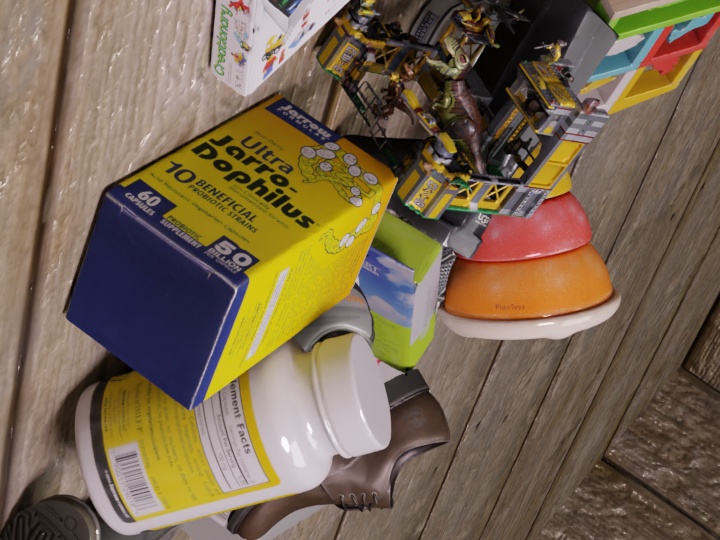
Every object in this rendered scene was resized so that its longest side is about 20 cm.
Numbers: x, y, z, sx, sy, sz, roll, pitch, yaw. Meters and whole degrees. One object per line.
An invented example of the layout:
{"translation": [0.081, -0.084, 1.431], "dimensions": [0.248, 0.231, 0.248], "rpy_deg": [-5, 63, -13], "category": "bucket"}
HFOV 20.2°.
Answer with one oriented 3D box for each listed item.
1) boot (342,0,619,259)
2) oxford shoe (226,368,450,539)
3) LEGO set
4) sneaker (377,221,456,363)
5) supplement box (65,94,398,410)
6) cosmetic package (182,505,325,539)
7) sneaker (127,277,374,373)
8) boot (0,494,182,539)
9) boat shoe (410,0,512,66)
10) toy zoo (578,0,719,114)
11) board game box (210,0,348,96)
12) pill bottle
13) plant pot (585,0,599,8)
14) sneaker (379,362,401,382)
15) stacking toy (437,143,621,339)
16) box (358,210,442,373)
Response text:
{"translation": [0.078, -0.129, 1.497], "dimensions": [0.066, 0.165, 0.200], "rpy_deg": [23, 99, -52], "category": "boot"}
{"translation": [-0.016, 0.166, 1.629], "dimensions": [0.200, 0.085, 0.073], "rpy_deg": [-33, 167, -2], "category": "oxford shoe"}
{"translation": [0.073, -0.131, 1.367], "dimensions": [0.153, 0.200, 0.116], "rpy_deg": [12, 129, -35], "category": "LEGO set"}
{"translation": [0.029, 0.018, 1.791], "dimensions": [0.200, 0.081, 0.075], "rpy_deg": [-51, 162, -14], "category": "sneaker"}
{"translation": [-0.081, -0.017, 1.329], "dimensions": [0.200, 0.109, 0.110], "rpy_deg": [-36, 156, -51], "category": "supplement box"}
{"translation": [-0.078, 0.172, 1.781], "dimensions": [0.107, 0.090, 0.200], "rpy_deg": [-61, 167, 19], "category": "cosmetic package"}
{"translation": [-0.081, 0.059, 1.478], "dimensions": [0.200, 0.079, 0.074], "rpy_deg": [-25, 158, -11], "category": "sneaker"}
{"translation": [-0.191, 0.198, 1.518], "dimensions": [0.200, 0.073, 0.182], "rpy_deg": [-24, 160, -50], "category": "boot"}
{"translation": [0.117, -0.185, 1.619], "dimensions": [0.075, 0.086, 0.202], "rpy_deg": [-61, 163, 20], "category": "boat shoe"}
{"translation": [0.212, -0.168, 1.565], "dimensions": [0.131, 0.021, 0.200], "rpy_deg": [-18, 160, -22], "category": "toy zoo"}
{"translation": [-0.016, -0.212, 1.258], "dimensions": [0.200, 0.035, 0.126], "rpy_deg": [-46, 163, -30], "category": "board game box"}
{"translation": [-0.085, 0.107, 1.389], "dimensions": [0.199, 0.112, 0.111], "rpy_deg": [-15, 171, 13], "category": "pill bottle"}
{"translation": [0.214, -0.271, 1.587], "dimensions": [0.193, 0.200, 0.200], "rpy_deg": [-49, 169, 26], "category": "plant pot"}
{"translation": [0.042, 0.032, 1.892], "dimensions": [0.200, 0.075, 0.088], "rpy_deg": [-57, 176, 3], "category": "sneaker"}
{"translation": [0.127, -0.053, 1.590], "dimensions": [0.146, 0.146, 0.201], "rpy_deg": [-27, 115, -60], "category": "stacking toy"}
{"translation": [0.000, 0.000, 1.581], "dimensions": [0.048, 0.122, 0.200], "rpy_deg": [-55, 167, -22], "category": "box"}
